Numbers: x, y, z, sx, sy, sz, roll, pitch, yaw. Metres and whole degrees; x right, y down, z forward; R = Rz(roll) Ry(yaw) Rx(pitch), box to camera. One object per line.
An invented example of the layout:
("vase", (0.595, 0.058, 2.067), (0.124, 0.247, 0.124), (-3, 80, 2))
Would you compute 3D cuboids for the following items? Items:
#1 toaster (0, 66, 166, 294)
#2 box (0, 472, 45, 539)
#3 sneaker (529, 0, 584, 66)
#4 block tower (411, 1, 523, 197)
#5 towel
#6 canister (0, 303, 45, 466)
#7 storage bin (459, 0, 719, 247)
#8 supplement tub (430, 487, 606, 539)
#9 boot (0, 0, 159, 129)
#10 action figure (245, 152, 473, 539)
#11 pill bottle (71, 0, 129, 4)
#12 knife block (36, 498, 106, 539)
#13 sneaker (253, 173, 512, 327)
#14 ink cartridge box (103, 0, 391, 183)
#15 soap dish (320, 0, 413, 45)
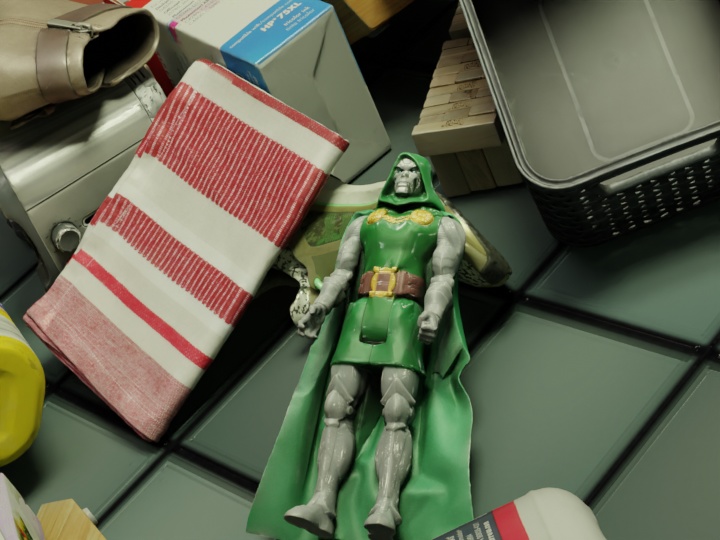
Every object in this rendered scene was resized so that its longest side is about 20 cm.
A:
("toaster", (-0.188, -0.076, 1.047), (0.129, 0.114, 0.200), (-29, 32, -10))
("box", (-0.144, 0.162, 0.659), (0.041, 0.039, 0.200), (-30, 35, -3))
("sneaker", (0.153, -0.160, 0.978), (0.090, 0.079, 0.200), (-10, 29, 50))
("block tower", (0.085, -0.127, 0.978), (0.054, 0.058, 0.201), (-8, 37, 25))
("towel", (-0.106, -0.018, 0.908), (0.144, 0.023, 0.201), (33, 90, 41))
("canister", (-0.274, 0.043, 0.910), (0.147, 0.087, 0.200), (3, 15, -26))
("storage bin", (0.131, -0.131, 0.840), (0.134, 0.094, 0.201), (-20, 68, 9))
("supplement tub", (0.016, 0.177, 0.556), (0.199, 0.141, 0.141), (-25, 34, 3))
("boot", (-0.197, -0.154, 1.012), (0.145, 0.071, 0.201), (0, 36, 22))
("action figure", (0.011, 0.033, 0.769), (0.117, 0.055, 0.202), (1, 64, 19))
("pill bottle", (-0.171, -0.230, 1.229), (0.199, 0.113, 0.112), (-25, 34, 4))
("knife block", (-0.147, 0.213, 0.686), (0.175, 0.064, 0.200), (-37, 36, -15))
("sneaker", (0.000, 0.000, 0.874), (0.199, 0.077, 0.089), (11, 68, 47))
("ink cartridge box", (-0.080, -0.134, 1.032), (0.067, 0.117, 0.200), (-40, 41, -18))
("soap dish", (0.007, -0.208, 1.055), (0.157, 0.081, 0.200), (-39, 9, -18))
